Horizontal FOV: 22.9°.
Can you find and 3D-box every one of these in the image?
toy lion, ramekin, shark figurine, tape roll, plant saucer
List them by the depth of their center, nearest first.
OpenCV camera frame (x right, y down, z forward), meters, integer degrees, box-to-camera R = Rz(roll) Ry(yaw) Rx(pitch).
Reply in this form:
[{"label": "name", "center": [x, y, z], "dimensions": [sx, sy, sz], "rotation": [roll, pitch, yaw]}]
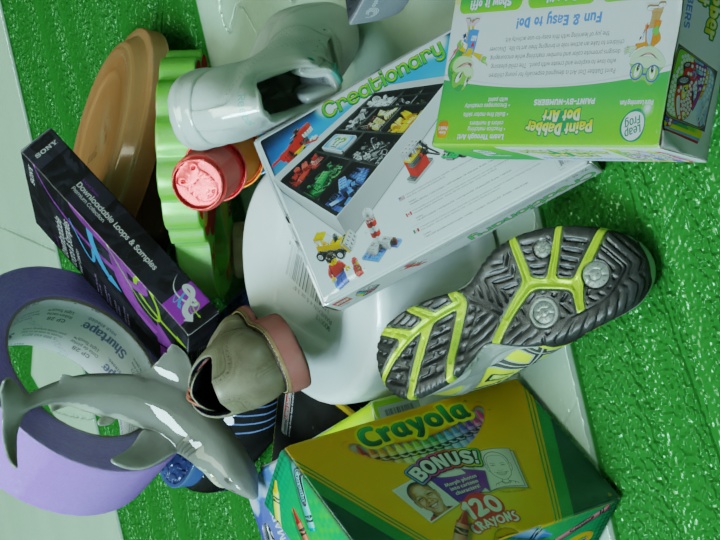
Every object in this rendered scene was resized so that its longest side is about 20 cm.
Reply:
[{"label": "ramekin", "center": [0.000, 0.000, 1.277], "dimensions": [0.200, 0.098, 0.201], "rotation": [21, 116, 50]}, {"label": "shark figurine", "center": [-0.172, 0.091, 1.339], "dimensions": [0.090, 0.214, 0.128], "rotation": [-60, 26, 31]}, {"label": "toy lion", "center": [-0.125, -0.071, 1.367], "dimensions": [0.192, 0.069, 0.200], "rotation": [-77, -15, -75]}, {"label": "tape roll", "center": [-0.234, 0.094, 1.417], "dimensions": [0.066, 0.200, 0.200], "rotation": [-48, 61, 33]}, {"label": "plant saucer", "center": [-0.212, -0.111, 1.524], "dimensions": [0.200, 0.032, 0.201], "rotation": [-166, 90, -69]}]

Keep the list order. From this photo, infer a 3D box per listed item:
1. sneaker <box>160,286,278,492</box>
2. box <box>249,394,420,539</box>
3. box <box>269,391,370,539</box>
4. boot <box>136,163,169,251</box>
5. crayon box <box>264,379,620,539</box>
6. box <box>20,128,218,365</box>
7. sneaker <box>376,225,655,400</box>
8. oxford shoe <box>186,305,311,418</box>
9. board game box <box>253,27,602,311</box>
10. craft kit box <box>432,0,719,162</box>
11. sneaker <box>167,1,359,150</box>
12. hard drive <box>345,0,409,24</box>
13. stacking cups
[{"label": "sneaker", "center": [-0.093, 0.097, 1.472], "dimensions": [0.070, 0.078, 0.200], "rotation": [45, 113, 41]}, {"label": "box", "center": [-0.007, 0.177, 1.300], "dimensions": [0.200, 0.048, 0.122], "rotation": [-36, 70, 53]}, {"label": "box", "center": [-0.010, 0.185, 1.391], "dimensions": [0.160, 0.049, 0.200], "rotation": [33, 126, 43]}, {"label": "boot", "center": [-0.193, -0.063, 1.561], "dimensions": [0.146, 0.070, 0.200], "rotation": [40, 120, 56]}, {"label": "crayon box", "center": [0.054, 0.150, 1.158], "dimensions": [0.119, 0.200, 0.058], "rotation": [50, 138, 33]}, {"label": "box", "center": [-0.188, -0.005, 1.396], "dimensions": [0.200, 0.036, 0.143], "rotation": [48, 162, 14]}, {"label": "sneaker", "center": [0.105, 0.025, 1.155], "dimensions": [0.200, 0.076, 0.076], "rotation": [-24, 73, 31]}, {"label": "oxford shoe", "center": [-0.096, 0.069, 1.273], "dimensions": [0.071, 0.075, 0.200], "rotation": [65, 164, 0]}, {"label": "board game box", "center": [0.041, -0.074, 1.156], "dimensions": [0.200, 0.035, 0.126], "rotation": [-28, 74, 16]}, {"label": "craft kit box", "center": [0.132, -0.163, 1.037], "dimensions": [0.200, 0.048, 0.198], "rotation": [7, 84, 54]}, {"label": "sneaker", "center": [-0.041, -0.134, 1.229], "dimensions": [0.088, 0.200, 0.075], "rotation": [-4, 114, 36]}, {"label": "hard drive", "center": [0.036, -0.268, 1.154], "dimensions": [0.200, 0.042, 0.135], "rotation": [119, 153, -45]}, {"label": "stacking cups", "center": [-0.083, -0.086, 1.291], "dimensions": [0.060, 0.200, 0.061], "rotation": [4, 111, 10]}]
